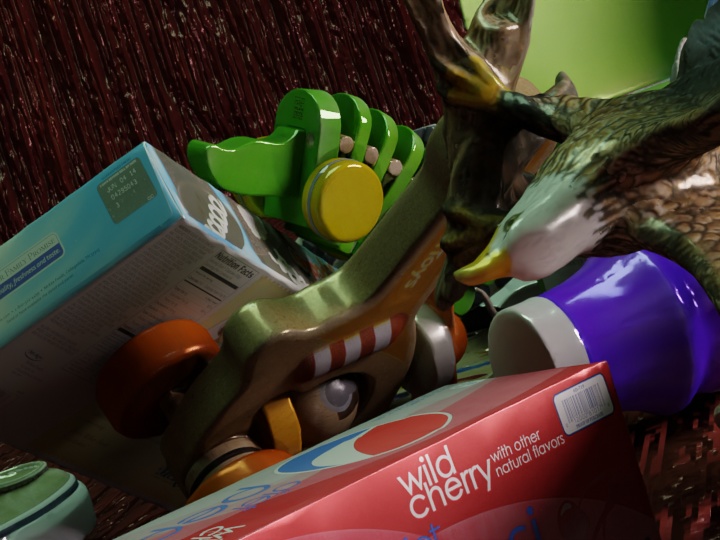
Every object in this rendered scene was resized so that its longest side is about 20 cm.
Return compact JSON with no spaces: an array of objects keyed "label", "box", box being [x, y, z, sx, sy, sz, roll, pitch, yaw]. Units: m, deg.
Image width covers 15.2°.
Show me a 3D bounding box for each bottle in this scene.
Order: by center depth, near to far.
[{"label":"bottle","box":[0.141,0.005,0.973,0.199,0.066,0.084,-20,-8,-25]}]

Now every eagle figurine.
[{"label":"eagle figurine","box":[0.092,-0.025,0.764,0.199,0.152,0.151,6,59,48]}]

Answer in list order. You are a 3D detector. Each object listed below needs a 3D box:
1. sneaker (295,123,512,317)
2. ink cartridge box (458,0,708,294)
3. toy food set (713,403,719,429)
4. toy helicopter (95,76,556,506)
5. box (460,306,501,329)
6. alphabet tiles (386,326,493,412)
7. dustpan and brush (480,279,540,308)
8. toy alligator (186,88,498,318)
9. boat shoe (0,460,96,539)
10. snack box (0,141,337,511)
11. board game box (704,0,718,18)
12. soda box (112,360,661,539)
[{"label":"sneaker","box":[0.000,0.000,1.123,0.200,0.078,0.086,-38,5,15]},{"label":"ink cartridge box","box":[0.130,-0.077,1.137,0.147,0.201,0.076,-21,7,-34]},{"label":"toy food set","box":[0.190,-0.034,0.868,0.143,0.061,0.201,-15,39,28]},{"label":"toy helicopter","box":[0.009,0.014,0.935,0.132,0.079,0.200,2,-47,-49]},{"label":"box","box":[0.018,0.016,1.376,0.199,0.038,0.137,-17,3,-12]},{"label":"alphabet tiles","box":[-0.003,0.058,1.232,0.166,0.006,0.200,-15,5,19]},{"label":"dustpan and brush","box":[0.136,-0.024,1.270,0.199,0.058,0.140,3,18,-17]},{"label":"toy alligator","box":[0.018,-0.022,1.018,0.200,0.055,0.059,28,-5,-37]},{"label":"boat shoe","box":[-0.183,0.105,1.026,0.072,0.062,0.200,-12,6,43]},{"label":"snack box","box":[-0.073,0.027,0.995,0.116,0.037,0.200,-35,-26,10]},{"label":"board game box","box":[0.243,-0.087,1.044,0.199,0.062,0.200,25,-16,-31]},{"label":"soda box","box":[-0.013,0.085,0.689,0.199,0.064,0.070,-22,7,-43]}]
